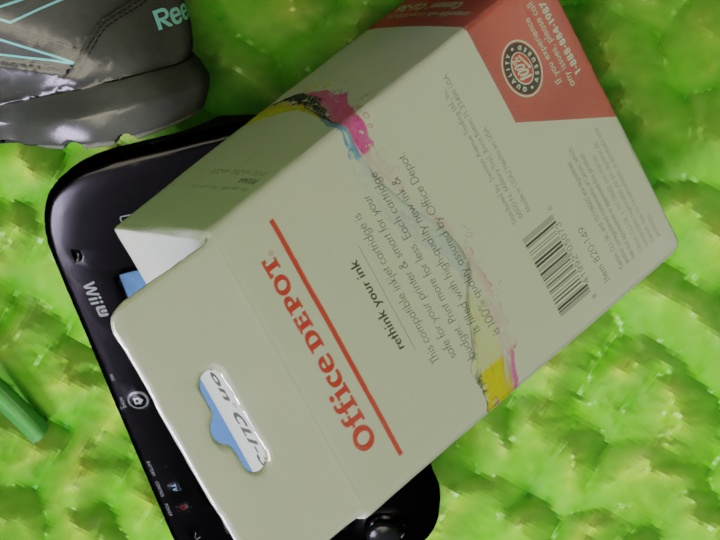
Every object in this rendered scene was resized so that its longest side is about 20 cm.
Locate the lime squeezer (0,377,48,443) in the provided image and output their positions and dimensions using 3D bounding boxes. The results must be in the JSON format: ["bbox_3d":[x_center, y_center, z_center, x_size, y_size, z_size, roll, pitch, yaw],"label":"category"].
[{"bbox_3d":[-0.207,0.011,1.126,0.199,0.038,0.071,19,118,-2],"label":"lime squeezer"}]

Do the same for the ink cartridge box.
[{"bbox_3d":[0.000,0.000,1.007,0.067,0.200,0.117,6,129,57],"label":"ink cartridge box"}]

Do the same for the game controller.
[{"bbox_3d":[-0.041,0.033,1.091,0.104,0.042,0.201,-18,123,3],"label":"game controller"}]

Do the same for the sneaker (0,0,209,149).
[{"bbox_3d":[-0.155,-0.079,1.062,0.198,0.075,0.080,-9,106,3],"label":"sneaker"}]
